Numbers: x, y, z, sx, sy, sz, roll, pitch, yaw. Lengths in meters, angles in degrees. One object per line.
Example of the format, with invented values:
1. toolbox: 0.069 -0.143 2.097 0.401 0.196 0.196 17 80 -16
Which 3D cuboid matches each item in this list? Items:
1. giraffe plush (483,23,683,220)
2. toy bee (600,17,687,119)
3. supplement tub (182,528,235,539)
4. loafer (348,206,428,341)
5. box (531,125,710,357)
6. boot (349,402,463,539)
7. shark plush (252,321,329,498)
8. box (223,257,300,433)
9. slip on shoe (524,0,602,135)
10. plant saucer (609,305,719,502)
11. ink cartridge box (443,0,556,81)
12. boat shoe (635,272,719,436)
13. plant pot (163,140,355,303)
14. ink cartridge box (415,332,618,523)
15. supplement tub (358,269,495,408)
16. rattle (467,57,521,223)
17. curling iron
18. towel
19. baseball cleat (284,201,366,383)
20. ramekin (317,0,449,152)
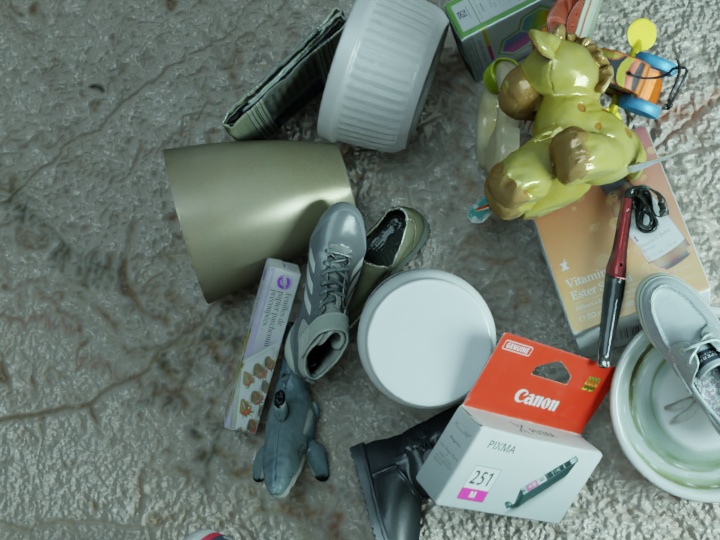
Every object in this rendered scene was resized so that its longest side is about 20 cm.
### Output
1. giraffe plush: 0.203 -0.159 1.196 0.199 0.173 0.163 -19 81 2
2. toy bee: 0.291 -0.221 1.295 0.108 0.200 0.132 22 74 5
3. supplement tub: -0.113 0.371 1.249 0.199 0.140 0.141 18 77 20
4. loafer: 0.000 0.000 1.382 0.075 0.070 0.200 32 83 23
5. box: 0.276 -0.029 1.294 0.151 0.106 0.201 -20 68 9
6. boot: 0.104 0.233 1.282 0.199 0.066 0.166 -20 69 4
7. shark plush: -0.075 0.159 1.341 0.090 0.083 0.201 9 74 18
8. box: -0.114 0.087 1.352 0.038 0.041 0.201 14 104 -13
9. slip on shoe: 0.217 -0.241 1.315 0.061 0.074 0.201 17 76 14
10. plant saucer: 0.359 0.139 1.231 0.199 0.050 0.202 -1 84 7
11. ink cartridge box: 0.206 -0.316 1.413 0.199 0.104 0.060 -27 67 5
12. boat shoe: 0.345 0.089 1.169 0.070 0.072 0.201 -33 88 2
13. plant pot: -0.111 -0.077 1.397 0.199 0.188 0.188 -15 68 -5
14. ink cartridge box: 0.173 0.164 1.184 0.044 0.199 0.174 45 110 46
15. supplement tub: 0.067 0.069 1.245 0.139 0.200 0.141 0 90 0
16. rattle: 0.198 -0.140 1.363 0.142 0.130 0.201 15 53 -23
17. curling iron: 0.272 0.003 1.212 0.049 0.026 0.201 14 77 22
18. towel: -0.085 -0.225 1.415 0.192 0.200 0.035 -41 87 -1
19. baseball cleat: -0.027 0.027 1.302 0.069 0.106 0.201 11 96 -21
20. ramekin: 0.030 -0.234 1.388 0.104 0.200 0.201 20 77 3
